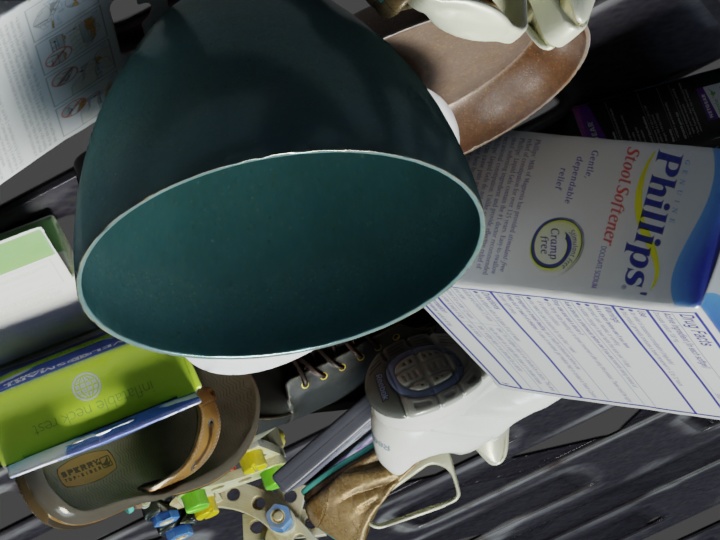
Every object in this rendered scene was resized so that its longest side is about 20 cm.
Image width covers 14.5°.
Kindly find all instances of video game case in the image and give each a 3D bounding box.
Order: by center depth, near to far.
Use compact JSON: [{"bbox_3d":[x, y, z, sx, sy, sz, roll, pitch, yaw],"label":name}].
[{"bbox_3d":[0.021,0.092,1.967,0.143,0.019,0.200,-41,174,13],"label":"video game case"}]

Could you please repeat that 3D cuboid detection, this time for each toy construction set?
[{"bbox_3d":[-0.093,0.146,2.023,0.131,0.092,0.200,-22,150,0],"label":"toy construction set"}]

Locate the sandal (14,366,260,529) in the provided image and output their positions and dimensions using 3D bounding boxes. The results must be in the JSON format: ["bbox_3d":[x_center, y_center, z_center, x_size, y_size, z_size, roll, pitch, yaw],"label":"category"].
[{"bbox_3d":[-0.126,0.096,1.724,0.200,0.082,0.055,-19,162,-47],"label":"sandal"}]

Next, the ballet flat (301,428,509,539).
[{"bbox_3d":[0.053,0.119,1.924,0.200,0.072,0.068,-39,176,2],"label":"ballet flat"}]

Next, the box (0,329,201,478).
[{"bbox_3d":[-0.162,0.065,1.660,0.122,0.048,0.200,-22,-172,-6],"label":"box"}]

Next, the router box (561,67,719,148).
[{"bbox_3d":[0.194,-0.060,1.823,0.149,0.051,0.200,-15,159,-13],"label":"router box"}]

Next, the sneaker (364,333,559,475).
[{"bbox_3d":[0.086,0.071,1.853,0.199,0.075,0.087,-17,140,-23],"label":"sneaker"}]

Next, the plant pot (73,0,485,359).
[{"bbox_3d":[-0.049,-0.062,1.391,0.199,0.135,0.200,-9,153,-5],"label":"plant pot"}]

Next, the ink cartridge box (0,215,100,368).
[{"bbox_3d":[-0.230,0.013,1.576,0.145,0.048,0.200,-21,161,-2],"label":"ink cartridge box"}]

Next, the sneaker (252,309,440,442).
[{"bbox_3d":[-0.038,0.050,1.855,0.200,0.075,0.106,-14,158,-48],"label":"sneaker"}]

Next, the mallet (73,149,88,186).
[{"bbox_3d":[-0.122,-0.012,1.600,0.041,0.066,0.200,-22,161,-4],"label":"mallet"}]

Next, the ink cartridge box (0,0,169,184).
[{"bbox_3d":[-0.188,-0.092,1.383,0.200,0.057,0.163,-40,163,-12],"label":"ink cartridge box"}]

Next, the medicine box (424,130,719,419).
[{"bbox_3d":[0.149,0.004,1.692,0.199,0.103,0.182,6,159,27],"label":"medicine box"}]

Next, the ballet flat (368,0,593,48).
[{"bbox_3d":[0.073,-0.147,1.417,0.199,0.073,0.068,-2,151,-44],"label":"ballet flat"}]

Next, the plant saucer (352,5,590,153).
[{"bbox_3d":[0.029,-0.106,1.561,0.199,0.035,0.200,-18,160,-7],"label":"plant saucer"}]

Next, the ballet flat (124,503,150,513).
[{"bbox_3d":[-0.160,0.110,1.831,0.071,0.069,0.200,-38,-169,-16],"label":"ballet flat"}]

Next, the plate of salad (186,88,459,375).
[{"bbox_3d":[-0.029,-0.026,1.561,0.200,0.048,0.200,-31,146,-24],"label":"plate of salad"}]
